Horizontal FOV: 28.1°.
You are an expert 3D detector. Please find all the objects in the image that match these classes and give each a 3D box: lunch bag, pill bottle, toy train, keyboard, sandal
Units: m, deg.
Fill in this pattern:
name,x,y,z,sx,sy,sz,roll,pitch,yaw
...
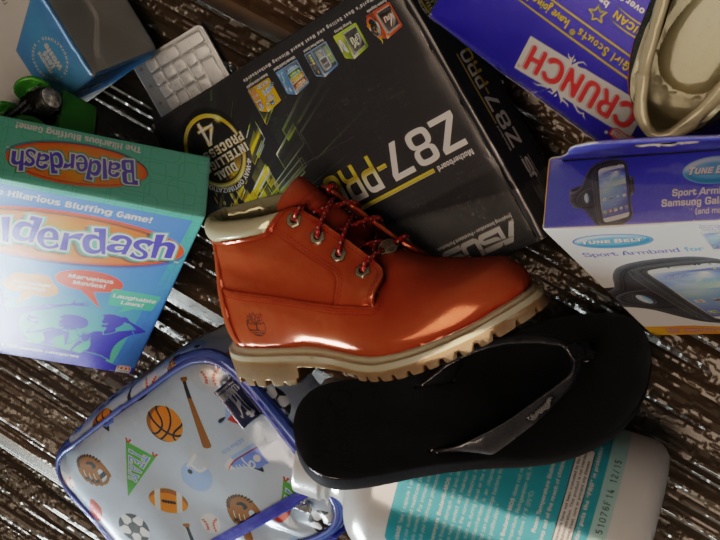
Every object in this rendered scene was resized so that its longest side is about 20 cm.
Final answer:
name,x,y,z,sx,sy,sz,roll,pitch,yaw
lunch bag,-0.092,0.130,0.938,0.200,0.076,0.160,-33,97,35
pill bottle,0.065,0.122,0.815,0.200,0.111,0.111,17,118,9
toy train,-0.231,-0.054,0.869,0.056,0.042,0.200,27,139,-36
keyboard,-0.069,-0.051,0.883,0.056,0.011,0.200,-24,100,33
sandal,0.064,0.070,0.757,0.043,0.200,0.076,89,163,-60

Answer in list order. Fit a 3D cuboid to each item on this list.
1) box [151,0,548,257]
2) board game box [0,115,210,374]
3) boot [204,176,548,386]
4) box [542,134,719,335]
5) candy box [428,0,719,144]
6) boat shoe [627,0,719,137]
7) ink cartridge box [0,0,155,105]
name,x,y,z,sx,sy,sz,roll,pitch,yaw
box,-0.005,-0.059,0.806,0.200,0.049,0.161,-25,100,37
board game box,-0.187,-0.011,0.857,0.152,0.045,0.200,10,146,-16
boot,0.000,0.000,0.758,0.200,0.075,0.107,-6,105,34
box,0.168,-0.013,0.680,0.119,0.200,0.042,-2,73,28
candy box,0.155,-0.160,0.683,0.169,0.077,0.200,37,122,6
boat shoe,0.167,-0.146,0.601,0.071,0.063,0.200,29,120,11
ink cartridge box,-0.236,-0.132,0.892,0.200,0.067,0.116,-27,97,36
